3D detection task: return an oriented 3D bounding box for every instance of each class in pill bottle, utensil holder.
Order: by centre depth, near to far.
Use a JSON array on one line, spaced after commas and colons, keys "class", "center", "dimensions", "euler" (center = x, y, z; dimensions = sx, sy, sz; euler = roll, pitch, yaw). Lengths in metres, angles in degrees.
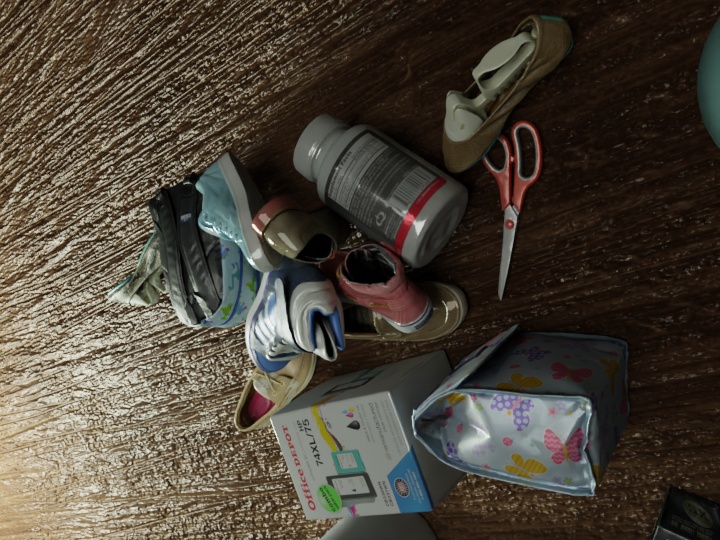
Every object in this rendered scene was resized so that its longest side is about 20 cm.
[{"class": "pill bottle", "center": [0.019, -0.101, 0.804], "dimensions": [0.199, 0.110, 0.112], "euler": [37, 120, 20]}, {"class": "utensil holder", "center": [0.000, 0.423, 0.908], "dimensions": [0.168, 0.199, 0.172], "euler": [9, 108, 32]}]

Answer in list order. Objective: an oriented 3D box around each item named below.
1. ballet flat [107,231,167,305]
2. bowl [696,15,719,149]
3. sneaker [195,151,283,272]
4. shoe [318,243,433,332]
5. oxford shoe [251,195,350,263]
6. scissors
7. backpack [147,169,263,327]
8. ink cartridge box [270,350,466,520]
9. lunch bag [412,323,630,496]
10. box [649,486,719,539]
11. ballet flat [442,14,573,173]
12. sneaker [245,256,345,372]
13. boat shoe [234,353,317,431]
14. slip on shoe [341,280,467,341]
[{"class": "ballet flat", "center": [-0.344, 0.012, 1.112], "dimensions": [0.075, 0.068, 0.200], "euler": [46, 122, -4]}, {"class": "bowl", "center": [0.375, -0.160, 0.554], "dimensions": [0.199, 0.105, 0.204], "euler": [10, 109, 32]}, {"class": "sneaker", "center": [-0.157, -0.059, 0.853], "dimensions": [0.082, 0.074, 0.201], "euler": [-36, 48, 10]}, {"class": "shoe", "center": [0.000, 0.000, 0.826], "dimensions": [0.199, 0.072, 0.091], "euler": [29, 162, 47]}, {"class": "oxford shoe", "center": [-0.055, -0.036, 0.818], "dimensions": [0.075, 0.199, 0.071], "euler": [47, 109, 16]}, {"class": "scissors", "center": [0.176, -0.064, 0.768], "dimensions": [0.072, 0.014, 0.203], "euler": [-2, 101, 32]}, {"class": "backpack", "center": [-0.211, -0.018, 0.970], "dimensions": [0.162, 0.153, 0.203], "euler": [-21, 63, 29]}, {"class": "ink cartridge box", "center": [0.019, 0.211, 0.869], "dimensions": [0.198, 0.145, 0.148], "euler": [-20, 92, 36]}, {"class": "lunch bag", "center": [0.170, 0.136, 0.733], "dimensions": [0.198, 0.169, 0.129], "euler": [0, 105, 34]}, {"class": "box", "center": [0.389, 0.348, 0.696], "dimensions": [0.198, 0.086, 0.166], "euler": [18, 113, 28]}, {"class": "ballet flat", "center": [0.136, -0.188, 0.721], "dimensions": [0.200, 0.072, 0.068], "euler": [-46, 53, 34]}, {"class": "sneaker", "center": [-0.080, 0.086, 0.858], "dimensions": [0.147, 0.080, 0.202], "euler": [50, 134, 44]}, {"class": "boat shoe", "center": [-0.128, 0.166, 1.001], "dimensions": [0.074, 0.069, 0.201], "euler": [39, 120, 20]}, {"class": "slip on shoe", "center": [0.038, 0.056, 0.865], "dimensions": [0.198, 0.060, 0.077], "euler": [-1, 102, 34]}]
